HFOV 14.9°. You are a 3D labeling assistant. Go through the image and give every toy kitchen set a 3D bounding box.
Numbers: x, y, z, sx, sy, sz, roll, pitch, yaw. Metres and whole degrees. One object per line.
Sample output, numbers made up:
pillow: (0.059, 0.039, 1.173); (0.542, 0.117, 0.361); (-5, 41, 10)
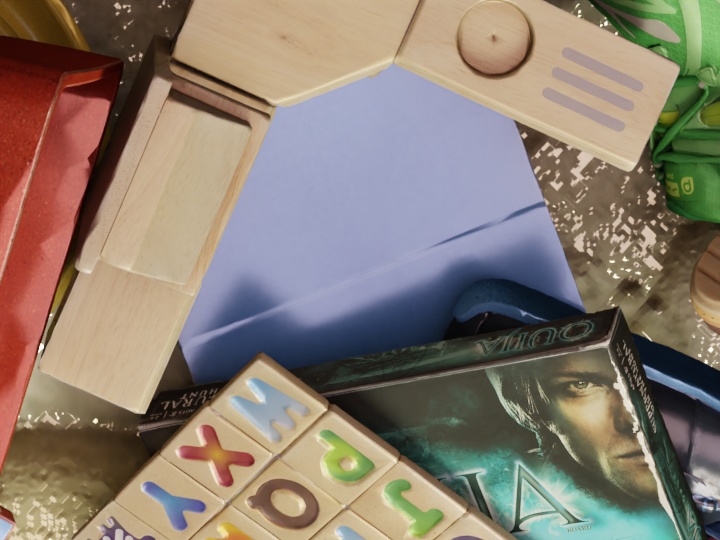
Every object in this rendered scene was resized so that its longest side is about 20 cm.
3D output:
toy kitchen set: (-0.004, -0.021, 1.001); (0.180, 0.163, 0.201); (24, 97, -7)

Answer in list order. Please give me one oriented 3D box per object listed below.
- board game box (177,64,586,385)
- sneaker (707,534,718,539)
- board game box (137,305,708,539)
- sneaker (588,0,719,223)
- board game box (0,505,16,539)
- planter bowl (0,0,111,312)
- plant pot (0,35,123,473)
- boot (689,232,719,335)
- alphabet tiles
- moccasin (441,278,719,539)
board game box: (0.000, 0.000, 1.111); (0.157, 0.039, 0.201); (-22, 100, 0)
sneaker: (0.124, 0.144, 1.148); (0.199, 0.079, 0.096); (-23, 124, -6)
board game box: (0.027, 0.092, 1.063); (0.199, 0.028, 0.136); (-12, 117, 24)
sneaker: (0.146, -0.064, 1.108); (0.200, 0.074, 0.084); (44, 85, -14)
board game box: (-0.232, 0.159, 1.095); (0.103, 0.019, 0.201); (31, 93, -16)
planter bowl: (-0.190, -0.041, 1.043); (0.199, 0.083, 0.202); (-2, 99, -10)
plant pot: (-0.198, 0.000, 0.916); (0.175, 0.200, 0.201); (18, 95, -2)
boot: (0.224, 0.033, 1.107); (0.199, 0.072, 0.167); (-20, 130, -17)
alphabet tiles: (-0.031, 0.136, 1.081); (0.167, 0.008, 0.200); (36, 126, -13)
moccasin: (0.119, 0.070, 1.086); (0.199, 0.080, 0.068); (26, 102, -1)
